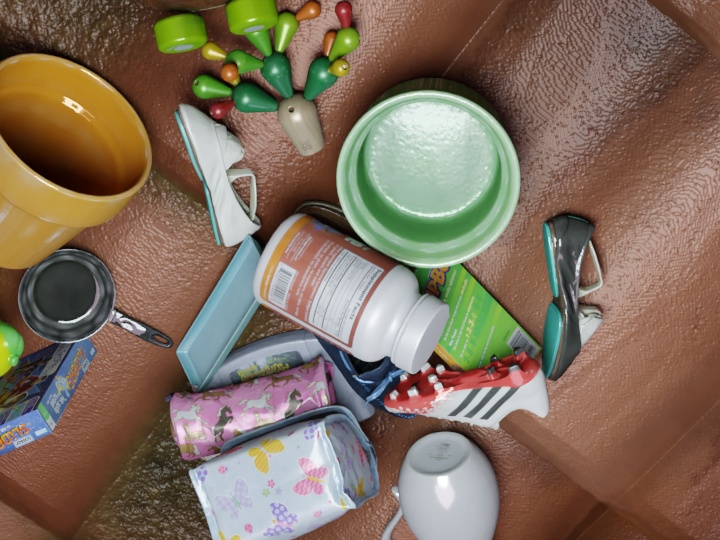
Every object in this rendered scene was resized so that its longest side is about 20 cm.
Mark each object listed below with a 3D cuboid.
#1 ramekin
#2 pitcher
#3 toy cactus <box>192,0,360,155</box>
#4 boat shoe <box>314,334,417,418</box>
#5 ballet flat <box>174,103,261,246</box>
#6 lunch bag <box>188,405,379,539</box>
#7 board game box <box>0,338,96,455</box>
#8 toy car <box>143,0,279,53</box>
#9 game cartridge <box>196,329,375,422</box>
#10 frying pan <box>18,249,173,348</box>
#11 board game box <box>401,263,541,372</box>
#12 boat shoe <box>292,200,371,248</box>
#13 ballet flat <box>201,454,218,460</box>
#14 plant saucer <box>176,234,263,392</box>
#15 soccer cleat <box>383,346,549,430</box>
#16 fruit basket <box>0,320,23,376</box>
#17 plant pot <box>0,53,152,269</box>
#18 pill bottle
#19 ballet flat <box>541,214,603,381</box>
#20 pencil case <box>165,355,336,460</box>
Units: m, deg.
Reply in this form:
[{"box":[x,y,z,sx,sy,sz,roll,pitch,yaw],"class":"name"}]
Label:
[{"box":[0.076,-0.114,1.596,0.197,0.098,0.202,2,113,5],"class":"ramekin"},{"box":[0.091,0.297,1.770,0.170,0.122,0.202,0,125,22],"class":"pitcher"},{"box":[-0.080,-0.200,1.588,0.198,0.103,0.166,-22,119,5],"class":"toy cactus"},{"box":[0.008,0.110,1.694,0.200,0.069,0.084,41,82,-25],"class":"boat shoe"},{"box":[-0.154,-0.113,1.625,0.069,0.070,0.201,-6,133,8],"class":"ballet flat"},{"box":[-0.078,0.230,1.613,0.168,0.200,0.128,-22,82,11],"class":"lunch bag"},{"box":[-0.396,0.151,1.701,0.134,0.200,0.035,-24,109,16],"class":"board game box"},{"box":[-0.180,-0.323,1.453,0.156,0.200,0.166,-13,89,11],"class":"toy car"},{"box":[-0.097,0.146,1.760,0.198,0.041,0.134,-20,106,13],"class":"game cartridge"},{"box":[-0.313,0.031,1.733,0.188,0.031,0.116,3,105,-19],"class":"frying pan"},{"box":[0.115,0.058,1.673,0.200,0.096,0.030,46,151,-15],"class":"board game box"},{"box":[0.000,0.000,1.668,0.200,0.068,0.072,41,112,-11],"class":"boat shoe"},{"box":[-0.125,0.207,1.735,0.197,0.062,0.068,-2,113,7],"class":"ballet flat"},{"box":[-0.157,0.053,1.700,0.019,0.070,0.201,2,134,-40],"class":"plant saucer"},{"box":[0.119,0.145,1.631,0.198,0.069,0.086,-15,114,27],"class":"soccer cleat"},{"box":[-0.492,0.064,1.672,0.214,0.216,0.157,-20,110,14],"class":"fruit basket"},{"box":[-0.360,-0.103,1.606,0.199,0.201,0.183,37,127,-10],"class":"plant pot"},{"box":[-0.008,0.028,1.579,0.199,0.112,0.113,28,115,16],"class":"pill bottle"},{"box":[0.244,0.034,1.662,0.068,0.068,0.202,-3,113,-3],"class":"ballet flat"},{"box":[-0.123,0.160,1.689,0.198,0.083,0.087,-13,75,1],"class":"pencil case"}]
